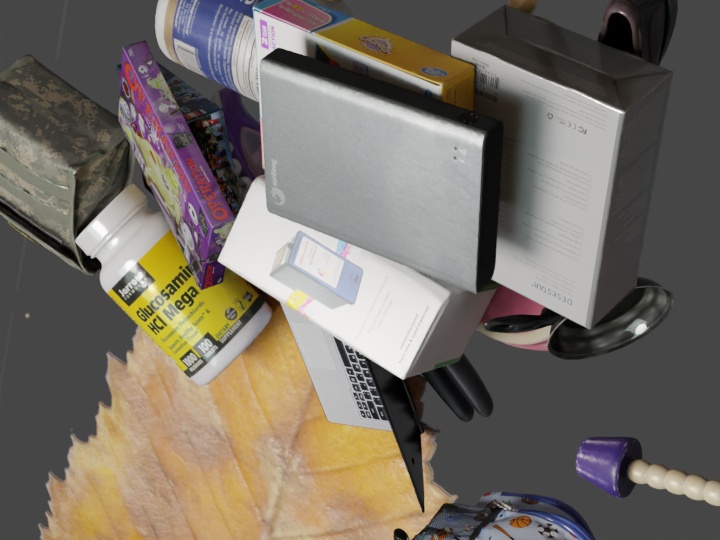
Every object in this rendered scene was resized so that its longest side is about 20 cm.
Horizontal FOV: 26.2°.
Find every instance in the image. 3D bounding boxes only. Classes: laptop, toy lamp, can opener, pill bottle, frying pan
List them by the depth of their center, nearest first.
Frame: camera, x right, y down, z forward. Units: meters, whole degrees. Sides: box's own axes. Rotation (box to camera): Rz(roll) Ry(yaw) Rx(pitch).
[{"bbox_3d":[0.173,0.045,1.288,0.115,0.187,0.031,107,149,-56],"label":"frying pan"},{"bbox_3d":[-0.074,-0.202,1.361,0.198,0.111,0.112,27,133,24],"label":"pill bottle"},{"bbox_3d":[0.284,0.189,1.365,0.198,0.058,0.059,15,127,34],"label":"toy lamp"},{"bbox_3d":[0.059,0.066,1.472,0.063,0.079,0.201,-4,128,50],"label":"can opener"},{"bbox_3d":[-0.014,0.115,1.514,0.198,0.116,0.189,4,125,39],"label":"laptop"},{"bbox_3d":[-0.195,0.012,1.594,0.200,0.113,0.112,45,138,-5],"label":"pill bottle"}]

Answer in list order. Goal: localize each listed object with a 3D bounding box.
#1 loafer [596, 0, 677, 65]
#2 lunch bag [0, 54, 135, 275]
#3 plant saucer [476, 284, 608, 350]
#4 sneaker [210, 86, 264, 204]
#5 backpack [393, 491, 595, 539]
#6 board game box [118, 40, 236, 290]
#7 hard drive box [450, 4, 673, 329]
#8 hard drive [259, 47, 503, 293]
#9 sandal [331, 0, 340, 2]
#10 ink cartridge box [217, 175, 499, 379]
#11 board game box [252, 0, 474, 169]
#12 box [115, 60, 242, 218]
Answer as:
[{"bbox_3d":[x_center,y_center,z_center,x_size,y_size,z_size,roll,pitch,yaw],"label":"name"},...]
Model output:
[{"bbox_3d":[0.198,-0.135,1.210,0.071,0.063,0.202,23,130,24],"label":"loafer"},{"bbox_3d":[-0.336,-0.098,1.656,0.163,0.117,0.201,34,141,18],"label":"lunch bag"},{"bbox_3d":[0.132,-0.012,1.361,0.199,0.051,0.203,22,131,28],"label":"plant saucer"},{"bbox_3d":[-0.077,-0.091,1.474,0.202,0.088,0.081,64,-179,13],"label":"sneaker"},{"bbox_3d":[0.157,0.310,1.487,0.189,0.154,0.202,2,126,49],"label":"backpack"},{"bbox_3d":[-0.171,-0.095,1.418,0.202,0.032,0.120,62,154,21],"label":"board game box"},{"bbox_3d":[0.144,-0.080,1.200,0.155,0.077,0.202,28,134,28],"label":"hard drive box"},{"bbox_3d":[0.013,-0.078,1.175,0.198,0.033,0.141,22,132,27],"label":"hard drive"},{"bbox_3d":[0.014,-0.314,1.257,0.069,0.078,0.214,9,128,-4],"label":"sandal"},{"bbox_3d":[0.000,0.000,1.321,0.199,0.145,0.088,33,104,17],"label":"ink cartridge box"},{"bbox_3d":[0.001,-0.119,1.229,0.199,0.040,0.155,28,135,33],"label":"board game box"},{"bbox_3d":[-0.174,-0.115,1.497,0.200,0.037,0.138,38,143,55],"label":"box"}]
